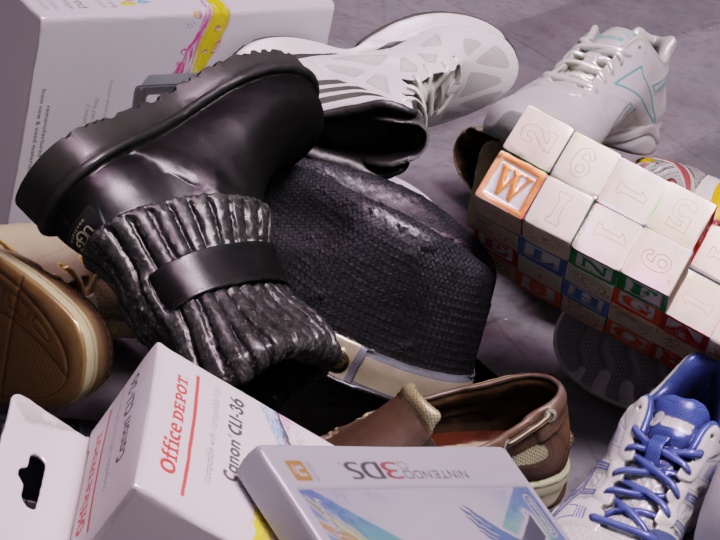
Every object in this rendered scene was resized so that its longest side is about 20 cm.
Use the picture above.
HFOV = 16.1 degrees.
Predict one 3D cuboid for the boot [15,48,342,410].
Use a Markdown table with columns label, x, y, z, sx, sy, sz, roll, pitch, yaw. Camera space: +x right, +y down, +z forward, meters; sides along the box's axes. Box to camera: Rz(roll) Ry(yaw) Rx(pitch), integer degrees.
| label | x | y | z | sx | sy | sz | roll | pitch | yaw |
| --- | --- | --- | --- | --- | --- | --- | --- | --- | --- |
| boot | -0.054 | -0.014 | 1.263 | 0.158 | 0.080 | 0.211 | 45 | 43 | 15 |

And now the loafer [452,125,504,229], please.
| label | x | y | z | sx | sy | sz | roll | pitch | yaw |
| --- | --- | --- | --- | --- | --- | --- | --- | --- | --- |
| loafer | 0.101 | -0.038 | 1.565 | 0.067 | 0.076 | 0.200 | 6 | 18 | -12 |

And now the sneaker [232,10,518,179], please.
| label | x | y | z | sx | sy | sz | roll | pitch | yaw |
| --- | --- | --- | --- | --- | --- | --- | --- | --- | --- |
| sneaker | 0.027 | -0.091 | 1.483 | 0.200 | 0.076 | 0.115 | -10 | 34 | -31 |

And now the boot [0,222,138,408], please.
| label | x | y | z | sx | sy | sz | roll | pitch | yaw |
| --- | --- | --- | --- | --- | --- | --- | --- | --- | --- |
| boot | -0.152 | 0.017 | 1.308 | 0.155 | 0.073 | 0.199 | -2 | 12 | -43 |

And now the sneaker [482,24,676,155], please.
| label | x | y | z | sx | sy | sz | roll | pitch | yaw |
| --- | --- | --- | --- | --- | --- | --- | --- | --- | --- |
| sneaker | 0.136 | -0.111 | 1.565 | 0.070 | 0.081 | 0.200 | 25 | 20 | 22 |

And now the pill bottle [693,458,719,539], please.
| label | x | y | z | sx | sy | sz | roll | pitch | yaw |
| --- | --- | --- | --- | --- | --- | --- | --- | --- | --- |
| pill bottle | 0.272 | 0.136 | 1.260 | 0.199 | 0.113 | 0.112 | 22 | 28 | 16 |

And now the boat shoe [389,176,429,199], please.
| label | x | y | z | sx | sy | sz | roll | pitch | yaw |
| --- | --- | --- | --- | --- | --- | --- | --- | --- | --- |
| boat shoe | -0.040 | -0.028 | 1.483 | 0.199 | 0.070 | 0.067 | 17 | 60 | -34 |

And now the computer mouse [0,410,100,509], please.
| label | x | y | z | sx | sy | sz | roll | pitch | yaw |
| --- | --- | --- | --- | --- | --- | --- | --- | --- | --- |
| computer mouse | -0.184 | 0.087 | 1.233 | 0.199 | 0.046 | 0.140 | 8 | 11 | -15 |

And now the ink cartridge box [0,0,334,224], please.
| label | x | y | z | sx | sy | sz | roll | pitch | yaw |
| --- | --- | --- | --- | --- | --- | --- | --- | --- | --- |
| ink cartridge box | -0.145 | -0.120 | 1.521 | 0.199 | 0.147 | 0.147 | -7 | 34 | -35 |

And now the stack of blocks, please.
| label | x | y | z | sx | sy | sz | roll | pitch | yaw |
| --- | --- | --- | --- | --- | --- | --- | --- | --- | --- |
| stack of blocks | 0.160 | 0.000 | 1.367 | 0.199 | 0.059 | 0.115 | 29 | -14 | 10 |

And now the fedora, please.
| label | x | y | z | sx | sy | sz | roll | pitch | yaw |
| --- | --- | --- | --- | --- | --- | --- | --- | --- | --- |
| fedora | 0.000 | 0.000 | 1.370 | 0.200 | 0.092 | 0.201 | 24 | 13 | -6 |

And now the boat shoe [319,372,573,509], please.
| label | x | y | z | sx | sy | sz | roll | pitch | yaw |
| --- | --- | --- | --- | --- | --- | --- | --- | --- | --- |
| boat shoe | 0.017 | 0.089 | 1.267 | 0.201 | 0.075 | 0.075 | -11 | 35 | -32 |

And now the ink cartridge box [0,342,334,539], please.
| label | x | y | z | sx | sy | sz | roll | pitch | yaw |
| --- | --- | --- | --- | --- | --- | --- | --- | --- | --- |
| ink cartridge box | -0.062 | 0.112 | 1.128 | 0.199 | 0.068 | 0.117 | 30 | 26 | -16 |

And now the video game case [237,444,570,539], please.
| label | x | y | z | sx | sy | sz | roll | pitch | yaw |
| --- | --- | --- | --- | --- | --- | --- | --- | --- | --- |
| video game case | 0.058 | 0.156 | 1.115 | 0.182 | 0.022 | 0.200 | 5 | 42 | -50 |

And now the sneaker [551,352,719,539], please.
| label | x | y | z | sx | sy | sz | roll | pitch | yaw |
| --- | --- | --- | --- | --- | --- | --- | --- | --- | --- |
| sneaker | 0.140 | 0.106 | 1.286 | 0.075 | 0.089 | 0.200 | 21 | 29 | 12 |

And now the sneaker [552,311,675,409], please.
| label | x | y | z | sx | sy | sz | roll | pitch | yaw |
| --- | --- | --- | --- | --- | --- | --- | --- | --- | --- |
| sneaker | 0.207 | 0.056 | 1.458 | 0.199 | 0.075 | 0.082 | 8 | -7 | 0 |

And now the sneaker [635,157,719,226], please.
| label | x | y | z | sx | sy | sz | roll | pitch | yaw |
| --- | --- | --- | --- | --- | --- | --- | --- | --- | --- |
| sneaker | 0.175 | -0.018 | 1.553 | 0.082 | 0.078 | 0.200 | 24 | 19 | 9 |
